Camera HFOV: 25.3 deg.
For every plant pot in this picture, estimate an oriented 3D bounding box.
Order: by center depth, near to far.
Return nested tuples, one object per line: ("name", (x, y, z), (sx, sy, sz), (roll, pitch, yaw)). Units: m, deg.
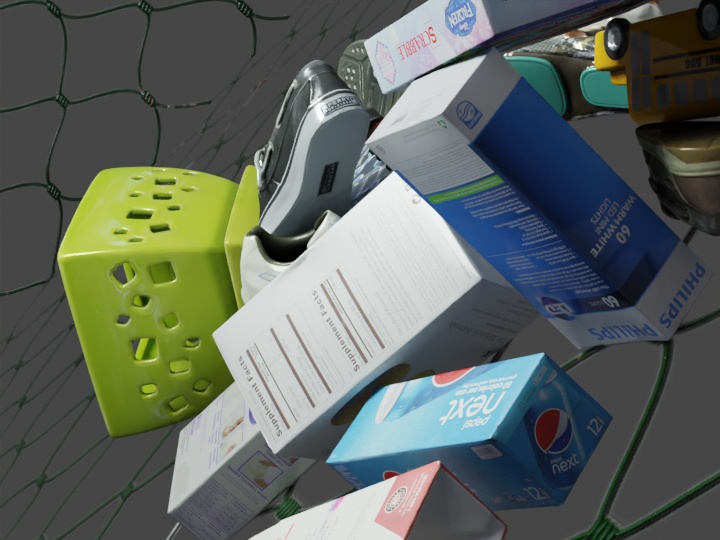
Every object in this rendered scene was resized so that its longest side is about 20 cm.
("plant pot", (-0.154, 0.017, 1.497), (0.181, 0.199, 0.200), (-7, 27, 8))

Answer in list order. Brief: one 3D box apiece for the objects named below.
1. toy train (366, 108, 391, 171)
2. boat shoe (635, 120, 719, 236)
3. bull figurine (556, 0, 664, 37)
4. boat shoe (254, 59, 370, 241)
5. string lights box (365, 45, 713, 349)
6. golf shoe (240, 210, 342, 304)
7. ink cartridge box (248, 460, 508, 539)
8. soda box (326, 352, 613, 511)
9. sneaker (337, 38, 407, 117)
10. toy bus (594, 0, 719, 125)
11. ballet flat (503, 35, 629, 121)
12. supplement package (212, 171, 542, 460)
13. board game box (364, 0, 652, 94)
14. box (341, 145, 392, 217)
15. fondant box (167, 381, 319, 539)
("toy train", (0.027, -0.096, 1.232), (0.034, 0.046, 0.200), (-45, 18, 2))
("boat shoe", (0.212, -0.059, 1.010), (0.072, 0.066, 0.201), (-3, 8, 6))
("bull figurine", (0.217, -0.235, 1.401), (0.121, 0.065, 0.200), (-1, 29, 22))
("boat shoe", (-0.050, -0.082, 1.273), (0.074, 0.068, 0.199), (-18, -31, -24))
("string lights box", (0.108, -0.038, 0.984), (0.059, 0.200, 0.103), (-53, 17, -21))
("golf shoe", (0.000, 0.000, 1.246), (0.200, 0.097, 0.078), (-6, 26, 10))
("ink cartridge box", (-0.015, 0.201, 0.972), (0.200, 0.067, 0.117), (-28, 24, 46))
("soda box", (0.063, 0.107, 1.006), (0.068, 0.064, 0.200), (-55, 18, -26))
("sneaker", (0.079, -0.161, 1.466), (0.199, 0.114, 0.076), (15, 95, 31))
("toy bus", (0.237, -0.140, 1.077), (0.065, 0.078, 0.200), (-4, 2, -26))
("ballet flat", (0.169, -0.153, 1.251), (0.200, 0.072, 0.072), (2, 41, 25))
("supplement package", (0.015, 0.035, 1.145), (0.200, 0.114, 0.110), (-42, 61, 20))
("board game box", (0.125, -0.174, 1.011), (0.200, 0.041, 0.199), (-20, 3, -17))
("box", (0.052, -0.062, 1.364), (0.200, 0.107, 0.149), (-22, 29, 55))
("fondant box", (-0.067, 0.120, 1.324), (0.200, 0.058, 0.144), (-44, 17, 14))
